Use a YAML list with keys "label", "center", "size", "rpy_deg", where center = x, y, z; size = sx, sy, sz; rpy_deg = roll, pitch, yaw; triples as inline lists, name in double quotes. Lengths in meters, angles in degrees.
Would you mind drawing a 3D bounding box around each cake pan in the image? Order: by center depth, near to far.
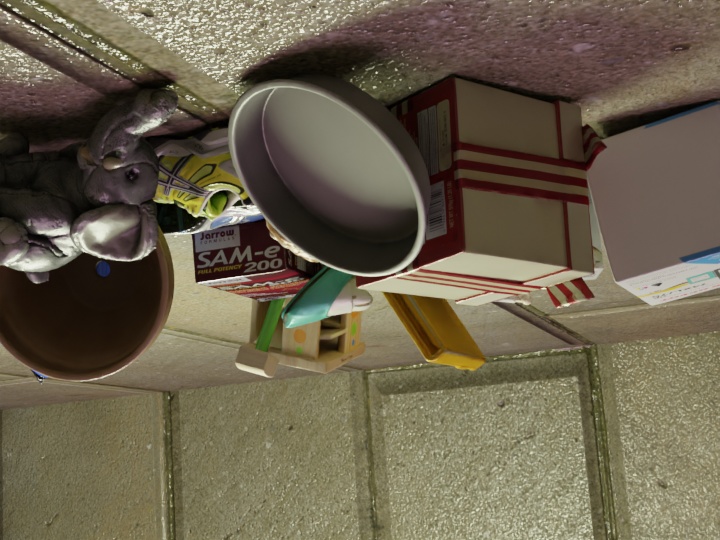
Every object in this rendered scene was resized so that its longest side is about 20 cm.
- label: "cake pan"
  center: [-0.023, -0.084, 0.969]
  size: [0.199, 0.201, 0.037]
  rpy_deg: [-17, -154, 50]

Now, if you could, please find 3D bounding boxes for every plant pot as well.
- label: "plant pot"
  center: [-0.276, 0.004, 1.155]
  size: [0.198, 0.203, 0.093]
  rpy_deg: [-6, -174, 11]

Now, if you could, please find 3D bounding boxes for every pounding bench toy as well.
- label: "pounding bench toy"
  center: [-0.082, 0.037, 1.433]
  size: [0.123, 0.158, 0.200]
  rpy_deg: [10, -168, 23]

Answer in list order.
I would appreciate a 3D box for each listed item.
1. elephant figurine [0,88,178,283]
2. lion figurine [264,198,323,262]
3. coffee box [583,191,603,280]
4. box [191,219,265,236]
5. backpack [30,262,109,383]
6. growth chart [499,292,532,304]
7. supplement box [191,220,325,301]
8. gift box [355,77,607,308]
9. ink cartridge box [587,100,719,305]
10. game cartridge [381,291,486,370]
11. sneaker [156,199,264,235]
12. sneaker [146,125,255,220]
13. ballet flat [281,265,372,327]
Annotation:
- label: "elephant figurine"
  center: [-0.236, -0.071, 1.017]
  size: [0.198, 0.143, 0.155]
  rpy_deg: [-14, -174, 0]
- label: "lion figurine"
  center: [-0.019, -0.061, 1.147]
  size: [0.122, 0.073, 0.200]
  rpy_deg: [33, -152, -1]
- label: "coffee box"
  center: [0.180, -0.043, 1.352]
  size: [0.198, 0.114, 0.080]
  rpy_deg: [-4, 170, 4]
- label: "box"
  center: [-0.095, -0.066, 1.295]
  size: [0.198, 0.052, 0.158]
  rpy_deg: [-4, 169, -2]
- label: "backpack"
  center: [-0.362, 0.019, 1.375]
  size: [0.166, 0.164, 0.200]
  rpy_deg: [-15, 155, 9]
- label: "growth chart"
  center: [0.162, -0.007, 1.458]
  size: [0.143, 0.018, 0.200]
  rpy_deg: [2, -153, 17]
- label: "supplement box"
  center: [-0.100, -0.009, 1.281]
  size: [0.108, 0.062, 0.200]
  rpy_deg: [-8, 170, 15]
- label: "gift box"
  center: [0.118, -0.061, 1.055]
  size: [0.185, 0.187, 0.199]
  rpy_deg: [7, 169, -37]
- label: "ink cartridge box"
  center: [0.335, -0.061, 1.184]
  size: [0.145, 0.148, 0.200]
  rpy_deg: [-17, 165, 22]
- label: "game cartridge"
  center: [0.074, 0.041, 1.384]
  size: [0.032, 0.177, 0.200]
  rpy_deg: [-36, 162, 10]
- label: "sneaker"
  center: [-0.146, -0.072, 1.176]
  size: [0.198, 0.077, 0.077]
  rpy_deg: [-7, 167, 17]
- label: "sneaker"
  center: [-0.169, -0.086, 1.097]
  size: [0.198, 0.077, 0.075]
  rpy_deg: [-9, 170, 35]
- label: "ballet flat"
  center: [0.000, 0.000, 1.247]
  size: [0.070, 0.200, 0.067]
  rpy_deg: [39, 167, 10]
